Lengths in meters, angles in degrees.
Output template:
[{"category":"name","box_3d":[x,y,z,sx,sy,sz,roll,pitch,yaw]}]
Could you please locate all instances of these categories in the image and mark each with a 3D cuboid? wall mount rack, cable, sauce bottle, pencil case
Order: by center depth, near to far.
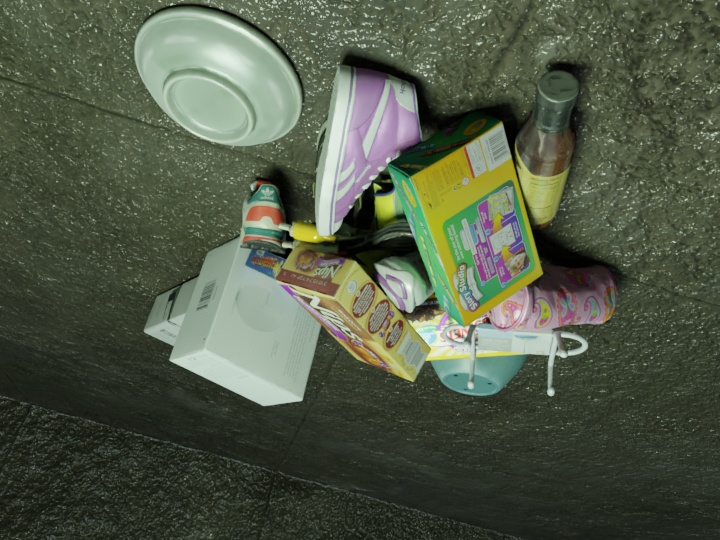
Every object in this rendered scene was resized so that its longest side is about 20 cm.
[{"category":"sauce bottle","box_3d":[0.194,-0.123,0.709,0.064,0.067,0.202,8,149,10]},{"category":"cable","box_3d":[-0.005,-0.027,0.838,0.196,0.051,0.098,9,152,28]},{"category":"wall mount rack","box_3d":[0.200,0.107,0.875,0.195,0.076,0.175,3,150,13]},{"category":"pencil case","box_3d":[0.250,0.035,0.875,0.196,0.090,0.087,-1,163,-36]}]

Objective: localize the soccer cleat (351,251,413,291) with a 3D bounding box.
[{"category":"soccer cleat","box_3d":[0.000,0.000,0.990,0.195,0.085,0.065,3,151,19]}]

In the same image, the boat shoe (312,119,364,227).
[{"category":"boat shoe","box_3d":[-0.025,-0.104,0.840,0.070,0.062,0.203,11,152,6]}]

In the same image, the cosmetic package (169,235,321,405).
[{"category":"cosmetic package","box_3d":[-0.177,0.089,1.105,0.198,0.203,0.122,33,147,-32]}]

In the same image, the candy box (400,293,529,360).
[{"category":"candy box","box_3d":[0.143,0.077,0.973,0.195,0.026,0.105,-6,105,15]}]

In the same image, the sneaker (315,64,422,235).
[{"category":"sneaker","box_3d":[0.011,-0.117,0.739,0.111,0.074,0.203,6,131,-12]}]

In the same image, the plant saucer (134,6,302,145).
[{"category":"plant saucer","box_3d":[-0.164,-0.197,0.750,0.195,0.051,0.201,10,151,6]}]

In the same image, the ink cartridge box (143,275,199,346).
[{"category":"ink cartridge box","box_3d":[-0.307,0.095,1.299,0.143,0.086,0.198,32,148,-31]}]

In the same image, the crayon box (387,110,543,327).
[{"category":"crayon box","box_3d":[0.120,-0.053,0.736,0.058,0.117,0.203,42,159,57]}]

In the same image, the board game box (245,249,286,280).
[{"category":"board game box","box_3d":[-0.075,0.022,1.004,0.134,0.035,0.198,29,175,-36]}]

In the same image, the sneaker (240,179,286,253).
[{"category":"sneaker","box_3d":[-0.133,-0.075,0.942,0.069,0.096,0.200,8,180,-9]}]

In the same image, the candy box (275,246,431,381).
[{"category":"candy box","box_3d":[-0.005,0.057,0.851,0.115,0.057,0.200,15,156,45]}]

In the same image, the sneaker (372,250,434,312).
[{"category":"sneaker","box_3d":[0.070,-0.002,0.844,0.075,0.099,0.200,51,-176,4]}]

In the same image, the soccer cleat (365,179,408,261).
[{"category":"soccer cleat","box_3d":[0.043,-0.077,0.862,0.084,0.065,0.200,43,152,0]}]

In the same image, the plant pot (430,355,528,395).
[{"category":"plant pot","box_3d":[0.184,0.118,1.067,0.195,0.137,0.201,10,152,5]}]
